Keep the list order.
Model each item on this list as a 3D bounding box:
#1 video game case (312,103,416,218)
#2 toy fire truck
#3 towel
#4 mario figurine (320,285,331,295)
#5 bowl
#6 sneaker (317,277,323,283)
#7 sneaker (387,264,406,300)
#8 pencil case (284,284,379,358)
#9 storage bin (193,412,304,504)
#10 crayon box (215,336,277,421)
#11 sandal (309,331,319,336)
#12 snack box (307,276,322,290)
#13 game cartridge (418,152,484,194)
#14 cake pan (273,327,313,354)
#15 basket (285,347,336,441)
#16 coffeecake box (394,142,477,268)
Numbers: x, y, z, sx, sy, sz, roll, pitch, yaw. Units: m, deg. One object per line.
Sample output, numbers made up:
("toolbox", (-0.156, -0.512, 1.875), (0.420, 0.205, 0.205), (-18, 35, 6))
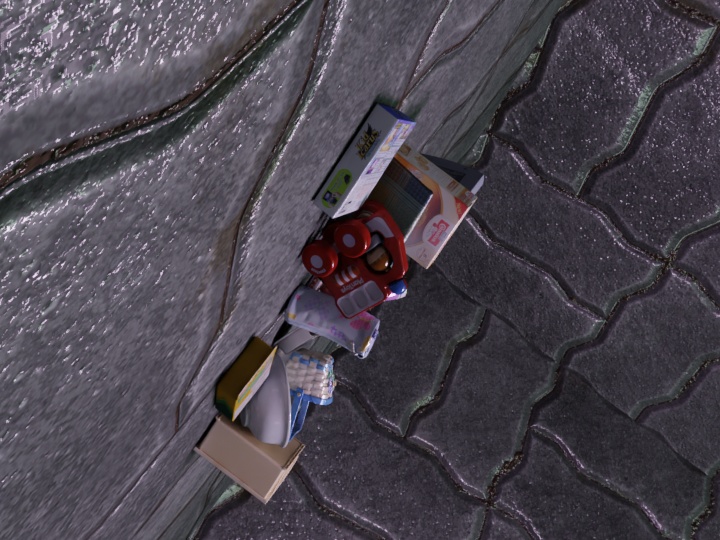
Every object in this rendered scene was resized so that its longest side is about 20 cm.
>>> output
("video game case", (0.011, -0.178, 1.336), (0.182, 0.045, 0.200), (-55, 176, 13))
("toy fire truck", (0.004, -0.016, 1.487), (0.199, 0.169, 0.112), (-29, -169, 35))
("towel", (0.037, -0.106, 1.516), (0.022, 0.147, 0.201), (-17, 146, -53))
("mario figurine", (-0.020, 0.004, 1.928), (0.124, 0.105, 0.201), (-52, 173, -44))
("bowl", (-0.216, 0.288, 1.809), (0.201, 0.089, 0.205), (178, -90, -72))
("sneaker", (-0.037, -0.039, 1.686), (0.108, 0.067, 0.202), (-50, 171, -21))
("sneaker", (0.000, -0.001, 1.728), (0.113, 0.200, 0.074), (-14, 124, -25))
("pencil case", (-0.057, 0.105, 1.702), (0.092, 0.198, 0.083), (-62, 173, -17))
("storage bin", (-0.246, 0.402, 1.889), (0.094, 0.199, 0.198), (-56, 175, 10))
("crayon box", (-0.228, 0.211, 1.631), (0.126, 0.051, 0.200), (-52, 175, -26))
("sandal", (-0.031, 0.104, 1.821), (0.079, 0.058, 0.200), (0, -161, 42))
("snack box", (-0.053, -0.037, 1.790), (0.201, 0.024, 0.072), (-56, 175, 16))
("game cartridge", (0.138, -0.185, 1.635), (0.133, 0.197, 0.042), (-43, 146, -56))
("cake pan", (-0.109, 0.136, 1.919), (0.198, 0.037, 0.200), (-31, 176, -2))
("basket", (-0.134, 0.290, 1.933), (0.176, 0.137, 0.203), (-20, 130, -85))
("coffeecake box", (0.094, -0.129, 1.555), (0.154, 0.199, 0.073), (-57, 173, 29))
